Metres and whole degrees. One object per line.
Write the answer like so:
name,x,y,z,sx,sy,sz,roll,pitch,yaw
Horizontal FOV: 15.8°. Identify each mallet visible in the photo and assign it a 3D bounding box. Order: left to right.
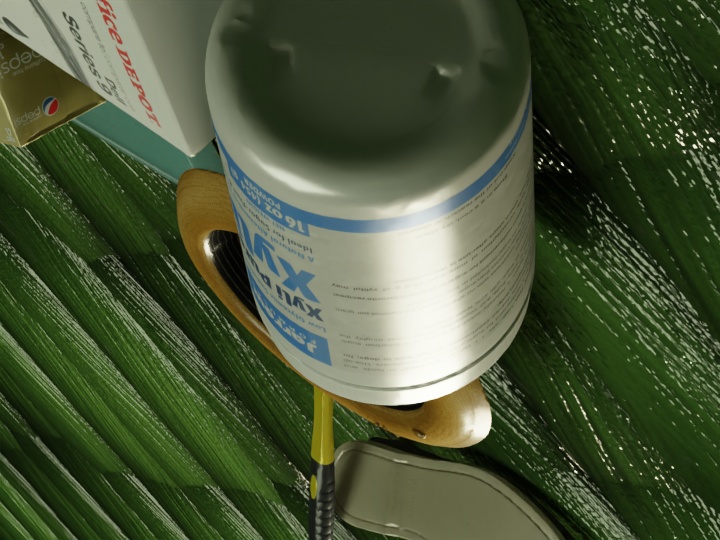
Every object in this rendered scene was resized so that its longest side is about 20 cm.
mallet,-0.016,0.109,1.526,0.066,0.041,0.201,28,132,43

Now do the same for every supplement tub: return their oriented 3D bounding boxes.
supplement tub,0.009,-0.041,1.082,0.132,0.132,0.200,39,161,22

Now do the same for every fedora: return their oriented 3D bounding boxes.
fedora,0.000,0.000,1.281,0.200,0.082,0.201,36,159,15

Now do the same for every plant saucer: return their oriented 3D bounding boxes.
plant saucer,-0.147,-0.095,1.524,0.200,0.019,0.070,31,157,43

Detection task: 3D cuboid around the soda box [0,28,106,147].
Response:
soda box,-0.233,-0.126,1.534,0.199,0.064,0.068,16,130,54

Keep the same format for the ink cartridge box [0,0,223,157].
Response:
ink cartridge box,-0.132,-0.164,1.216,0.200,0.084,0.146,34,158,35

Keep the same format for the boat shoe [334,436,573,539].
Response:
boat shoe,0.066,0.144,1.526,0.062,0.073,0.199,2,-168,-43
